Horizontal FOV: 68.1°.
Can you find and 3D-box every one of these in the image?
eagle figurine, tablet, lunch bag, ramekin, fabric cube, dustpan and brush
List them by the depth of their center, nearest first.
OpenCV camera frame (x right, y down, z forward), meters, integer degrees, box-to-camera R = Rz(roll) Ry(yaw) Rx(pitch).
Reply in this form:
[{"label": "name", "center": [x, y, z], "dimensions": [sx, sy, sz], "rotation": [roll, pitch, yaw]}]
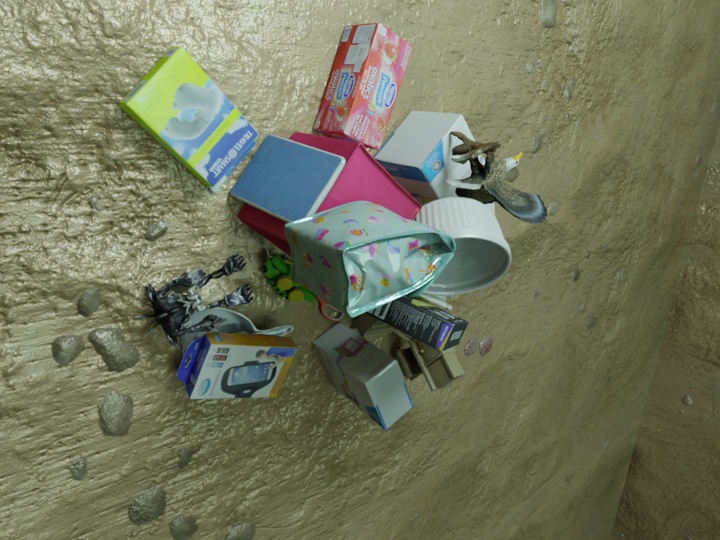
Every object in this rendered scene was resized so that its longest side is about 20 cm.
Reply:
[{"label": "lunch bag", "center": [0.016, -0.030, 0.782], "dimensions": [0.200, 0.170, 0.122], "rotation": [-20, 118, -31]}, {"label": "tablet", "center": [-0.123, -0.150, 0.867], "dimensions": [0.130, 0.200, 0.014], "rotation": [-59, 142, -6]}, {"label": "fabric cube", "center": [-0.054, -0.104, 0.946], "dimensions": [0.196, 0.199, 0.200], "rotation": [38, 80, -41]}, {"label": "dustpan and brush", "center": [-0.221, 0.120, 0.981], "dimensions": [0.200, 0.057, 0.140], "rotation": [-13, 114, -37]}, {"label": "ramekin", "center": [0.170, -0.046, 0.988], "dimensions": [0.200, 0.200, 0.105], "rotation": [33, 43, -43]}, {"label": "eagle figurine", "center": [0.253, -0.162, 1.005], "dimensions": [0.200, 0.151, 0.152], "rotation": [57, 27, -38]}]

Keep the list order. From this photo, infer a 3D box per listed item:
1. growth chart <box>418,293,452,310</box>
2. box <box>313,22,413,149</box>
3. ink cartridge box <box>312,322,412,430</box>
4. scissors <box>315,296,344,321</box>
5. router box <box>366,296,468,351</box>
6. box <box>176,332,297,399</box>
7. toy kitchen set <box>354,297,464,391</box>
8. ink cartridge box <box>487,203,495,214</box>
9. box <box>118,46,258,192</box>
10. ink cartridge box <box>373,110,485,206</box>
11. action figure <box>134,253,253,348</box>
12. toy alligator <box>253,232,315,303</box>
[{"label": "growth chart", "center": [0.159, -0.014, 1.099], "dimensions": [0.145, 0.018, 0.200], "rotation": [29, 55, -20]}, {"label": "box", "center": [0.004, -0.333, 0.975], "dimensions": [0.095, 0.100, 0.200], "rotation": [14, 96, -43]}, {"label": "ink cartridge box", "center": [0.002, 0.216, 1.118], "dimensions": [0.085, 0.200, 0.145], "rotation": [-34, 125, -21]}, {"label": "scissors", "center": [-0.092, 0.046, 1.096], "dimensions": [0.200, 0.014, 0.073], "rotation": [33, 85, -44]}, {"label": "router box", "center": [0.105, 0.084, 0.971], "dimensions": [0.052, 0.157, 0.200], "rotation": [-66, 161, 4]}, {"label": "box", "center": [-0.222, 0.173, 0.961], "dimensions": [0.200, 0.041, 0.119], "rotation": [8, 114, -42]}, {"label": "toy kitchen set", "center": [0.089, 0.193, 1.213], "dimensions": [0.180, 0.200, 0.163], "rotation": [-4, 150, -42]}, {"label": "ink cartridge box", "center": [0.273, -0.114, 1.311], "dimensions": [0.116, 0.067, 0.200], "rotation": [-31, 124, -28]}, {"label": "box", "center": [-0.253, -0.226, 0.832], "dimensions": [0.122, 0.048, 0.200], "rotation": [-53, 131, -11]}, {"label": "ink cartridge box", "center": [0.159, -0.209, 1.125], "dimensions": [0.147, 0.145, 0.200], "rotation": [-52, 131, -14]}, {"label": "action figure", "center": [-0.267, 0.052, 0.875], "dimensions": [0.119, 0.200, 0.102], "rotation": [68, 20, 3]}, {"label": "toy alligator", "center": [-0.156, 0.006, 1.002], "dimensions": [0.054, 0.059, 0.200], "rotation": [-24, 132, 17]}]
